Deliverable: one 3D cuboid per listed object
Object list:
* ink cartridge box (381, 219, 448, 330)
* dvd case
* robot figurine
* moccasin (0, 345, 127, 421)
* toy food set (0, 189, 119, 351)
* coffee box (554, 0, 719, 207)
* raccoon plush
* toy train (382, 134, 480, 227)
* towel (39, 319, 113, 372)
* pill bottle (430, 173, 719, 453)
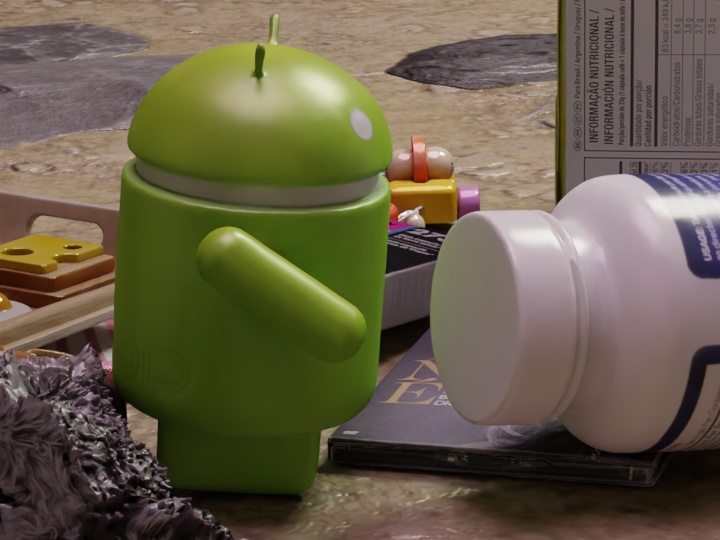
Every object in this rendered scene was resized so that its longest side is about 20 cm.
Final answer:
[{"bbox_3d":[0.000,0.000,1.437,0.095,0.037,0.200,14,14,31],"label":"ink cartridge box"},{"bbox_3d":[0.085,0.055,1.313,0.149,0.016,0.200,3,17,17],"label":"dvd case"},{"bbox_3d":[-0.047,-0.006,1.202,0.116,0.200,0.175,4,16,-1],"label":"robot figurine"},{"bbox_3d":[-0.204,0.059,1.226,0.201,0.074,0.078,-6,13,-14],"label":"moccasin"},{"bbox_3d":[-0.196,-0.009,1.367,0.143,0.060,0.200,9,16,28],"label":"toy food set"},{"bbox_3d":[0.204,-0.092,1.475,0.198,0.200,0.200,0,15,6],"label":"coffee box"},{"bbox_3d":[-0.094,0.102,1.120,0.200,0.097,0.134,36,14,16],"label":"raccoon plush"},{"bbox_3d":[-0.017,-0.054,1.627,0.150,0.056,0.200,-9,18,-25],"label":"toy train"},{"bbox_3d":[-0.135,0.030,1.400,0.200,0.030,0.146,-5,17,-13],"label":"towel"},{"bbox_3d":[0.138,0.018,1.204,0.200,0.120,0.120,-1,15,-23],"label":"pill bottle"}]
